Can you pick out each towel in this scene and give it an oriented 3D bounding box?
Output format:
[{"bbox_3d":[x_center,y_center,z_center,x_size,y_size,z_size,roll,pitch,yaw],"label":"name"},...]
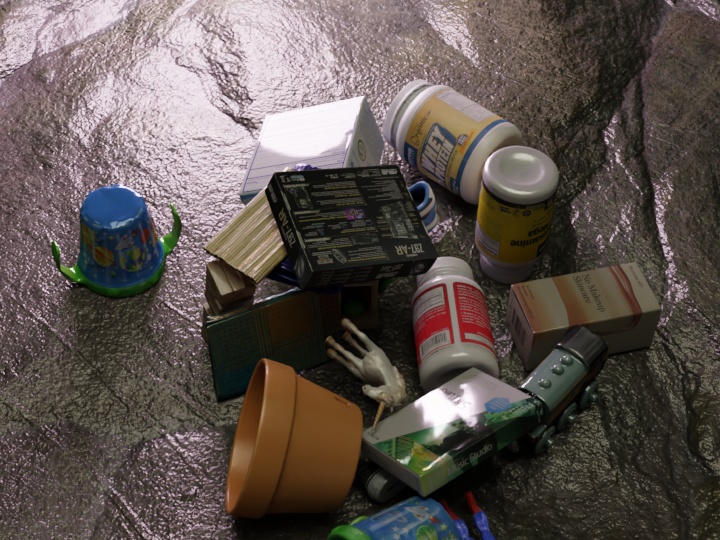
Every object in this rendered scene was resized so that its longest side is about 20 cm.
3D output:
[{"bbox_3d":[-0.063,-0.056,1.666,0.146,0.050,0.201,20,49,7],"label":"towel"},{"bbox_3d":[-0.118,0.094,1.669,0.198,0.148,0.022,-19,41,-20],"label":"towel"}]

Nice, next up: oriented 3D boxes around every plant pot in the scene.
[{"bbox_3d":[-0.082,0.226,1.530,0.139,0.201,0.201,14,46,-11],"label":"plant pot"}]

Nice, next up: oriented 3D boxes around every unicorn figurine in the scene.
[{"bbox_3d":[0.013,0.133,1.621,0.137,0.200,0.074,41,98,12],"label":"unicorn figurine"}]

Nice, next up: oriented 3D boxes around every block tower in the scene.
[{"bbox_3d":[-0.186,0.055,1.672,0.054,0.200,0.058,-19,66,-20],"label":"block tower"}]

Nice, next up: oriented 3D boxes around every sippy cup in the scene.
[{"bbox_3d":[-0.367,-0.053,1.805,0.139,0.131,0.178,22,51,18],"label":"sippy cup"},{"bbox_3d":[0.049,0.343,1.441,0.130,0.140,0.178,-28,56,-28],"label":"sippy cup"}]

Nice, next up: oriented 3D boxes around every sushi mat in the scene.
[{"bbox_3d":[-0.118,-0.064,1.623,0.095,0.012,0.200,30,51,17],"label":"sushi mat"}]

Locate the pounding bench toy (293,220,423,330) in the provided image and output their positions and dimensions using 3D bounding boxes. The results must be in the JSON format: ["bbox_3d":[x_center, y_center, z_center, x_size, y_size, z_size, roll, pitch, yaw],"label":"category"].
[{"bbox_3d":[0.000,0.000,1.751,0.198,0.157,0.125,-2,47,-3],"label":"pounding bench toy"}]

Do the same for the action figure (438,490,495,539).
[{"bbox_3d":[0.160,0.373,1.486,0.065,0.100,0.200,-15,27,-12],"label":"action figure"}]

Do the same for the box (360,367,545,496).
[{"bbox_3d":[0.115,0.201,1.527,0.199,0.037,0.144,-28,28,-25],"label":"box"}]

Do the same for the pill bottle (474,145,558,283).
[{"bbox_3d":[0.231,-0.078,1.803,0.111,0.201,0.113,1,47,-1],"label":"pill bottle"}]

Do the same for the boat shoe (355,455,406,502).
[{"bbox_3d":[0.075,0.226,1.603,0.199,0.072,0.071,-31,56,-26],"label":"boat shoe"}]

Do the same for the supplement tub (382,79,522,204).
[{"bbox_3d":[0.150,-0.214,1.964,0.199,0.145,0.144,34,55,27],"label":"supplement tub"}]

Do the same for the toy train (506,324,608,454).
[{"bbox_3d":[0.264,0.163,1.640,0.085,0.115,0.200,34,54,27],"label":"toy train"}]

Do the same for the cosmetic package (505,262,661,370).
[{"bbox_3d":[0.323,0.066,1.751,0.198,0.088,0.104,-11,47,-12],"label":"cosmetic package"}]

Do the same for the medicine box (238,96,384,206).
[{"bbox_3d":[-0.074,-0.163,1.899,0.180,0.103,0.201,-8,45,22],"label":"medicine box"}]

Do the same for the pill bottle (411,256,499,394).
[{"bbox_3d":[0.131,0.082,1.712,0.111,0.113,0.201,-1,47,-3],"label":"pill bottle"}]

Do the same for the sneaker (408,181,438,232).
[{"bbox_3d":[0.033,-0.082,1.880,0.199,0.083,0.074,-25,54,-21],"label":"sneaker"}]

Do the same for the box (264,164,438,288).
[{"bbox_3d":[-0.012,-0.063,1.616,0.198,0.044,0.161,-7,61,-30],"label":"box"}]
